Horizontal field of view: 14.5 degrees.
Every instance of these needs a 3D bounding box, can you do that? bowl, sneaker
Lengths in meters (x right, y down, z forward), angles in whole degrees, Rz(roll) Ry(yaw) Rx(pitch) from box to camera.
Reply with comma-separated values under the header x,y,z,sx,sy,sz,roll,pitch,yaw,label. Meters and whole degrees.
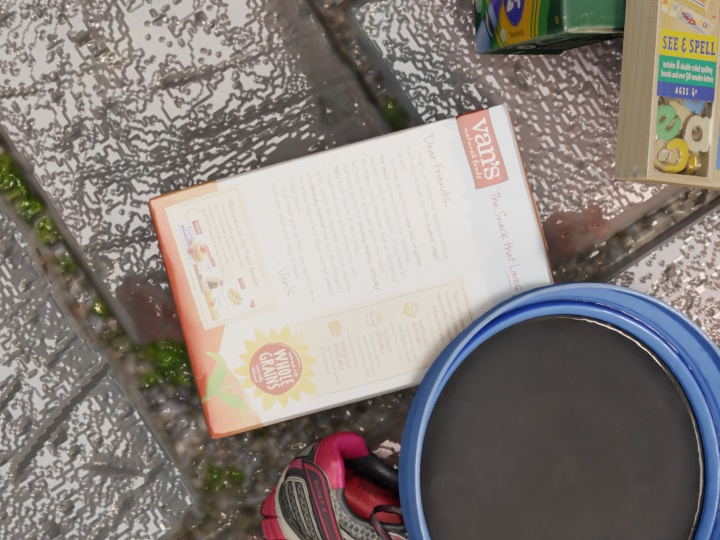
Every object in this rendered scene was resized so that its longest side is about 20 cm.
x,y,z,sx,sy,sz,roll,pitch,yaw,label
0.112,0.106,1.464,0.200,0.039,0.201,1,87,-22,bowl
0.039,0.166,1.490,0.200,0.081,0.075,35,133,1,sneaker

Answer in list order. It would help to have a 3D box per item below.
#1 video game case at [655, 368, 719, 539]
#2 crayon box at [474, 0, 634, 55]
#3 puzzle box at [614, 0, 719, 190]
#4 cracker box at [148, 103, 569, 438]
x,y,z,sx,sy,sz,roll,pitch,yaw,label
0.213,0.152,1.527,0.182,0.024,0.201,1,91,2,video game case
0.100,-0.218,1.477,0.051,0.126,0.201,-1,89,-18,crayon box
0.214,-0.106,1.465,0.200,0.025,0.133,3,90,-39,puzzle box
0.000,0.000,1.516,0.200,0.058,0.134,-14,91,2,cracker box
